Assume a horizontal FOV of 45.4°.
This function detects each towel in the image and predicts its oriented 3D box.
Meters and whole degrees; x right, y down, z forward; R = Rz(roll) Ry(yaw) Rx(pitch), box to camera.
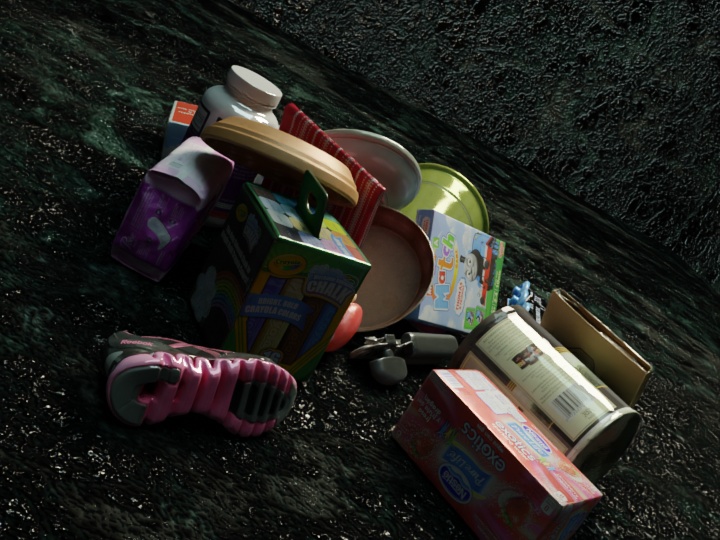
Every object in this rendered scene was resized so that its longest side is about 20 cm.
[{"bbox_3d":[-0.055,-0.105,1.117,0.022,0.146,0.200,-15,50,-43],"label":"towel"}]

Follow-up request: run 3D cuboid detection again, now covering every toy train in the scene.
[{"bbox_3d":[0.248,0.095,1.327,0.086,0.115,0.200,34,19,-1],"label":"toy train"}]

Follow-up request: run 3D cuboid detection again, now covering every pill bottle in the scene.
[{"bbox_3d":[-0.183,-0.167,1.164,0.111,0.202,0.113,27,19,-10],"label":"pill bottle"}]

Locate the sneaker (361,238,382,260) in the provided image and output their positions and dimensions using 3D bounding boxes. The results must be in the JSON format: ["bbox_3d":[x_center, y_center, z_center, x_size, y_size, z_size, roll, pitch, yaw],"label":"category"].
[{"bbox_3d":[-0.048,-0.023,1.247,0.198,0.079,0.100,30,-12,24],"label":"sneaker"}]

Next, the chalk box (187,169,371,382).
[{"bbox_3d":[-0.080,-0.005,0.923,0.122,0.202,0.125,17,23,-35],"label":"chalk box"}]

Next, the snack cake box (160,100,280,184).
[{"bbox_3d":[-0.204,-0.196,1.343,0.196,0.068,0.116,12,26,-12],"label":"snack cake box"}]

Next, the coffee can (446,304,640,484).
[{"bbox_3d":[0.221,0.163,1.066,0.145,0.148,0.200,8,30,-49],"label":"coffee can"}]

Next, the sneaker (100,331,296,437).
[{"bbox_3d":[-0.148,0.095,0.789,0.198,0.080,0.095,17,12,-40],"label":"sneaker"}]

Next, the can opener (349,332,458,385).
[{"bbox_3d":[0.060,0.112,1.110,0.198,0.052,0.068,2,69,-53],"label":"can opener"}]

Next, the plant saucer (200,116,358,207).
[{"bbox_3d":[-0.090,-0.130,1.007,0.197,0.038,0.200,23,-4,1],"label":"plant saucer"}]

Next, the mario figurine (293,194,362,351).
[{"bbox_3d":[-0.065,0.005,1.044,0.104,0.124,0.202,-15,60,-14],"label":"mario figurine"}]

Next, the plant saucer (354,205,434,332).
[{"bbox_3d":[0.000,0.000,1.138,0.200,0.200,0.035,41,-22,26],"label":"plant saucer"}]

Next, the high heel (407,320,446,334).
[{"bbox_3d":[0.137,0.044,1.306,0.067,0.097,0.199,41,21,24],"label":"high heel"}]

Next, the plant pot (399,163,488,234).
[{"bbox_3d":[0.083,-0.042,1.340,0.198,0.202,0.190,33,31,6],"label":"plant pot"}]

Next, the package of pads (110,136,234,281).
[{"bbox_3d":[-0.217,-0.081,1.022,0.075,0.122,0.200,28,18,-7],"label":"package of pads"}]

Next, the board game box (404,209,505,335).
[{"bbox_3d":[0.138,0.011,1.248,0.036,0.155,0.198,3,-9,41],"label":"board game box"}]

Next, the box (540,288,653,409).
[{"bbox_3d":[0.282,0.150,1.126,0.021,0.203,0.163,-17,46,-33],"label":"box"}]

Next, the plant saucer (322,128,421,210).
[{"bbox_3d":[-0.013,-0.115,1.198,0.198,0.199,0.051,22,57,-27],"label":"plant saucer"}]

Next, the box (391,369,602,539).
[{"bbox_3d":[0.141,0.205,0.915,0.102,0.096,0.200,7,31,-50],"label":"box"}]
